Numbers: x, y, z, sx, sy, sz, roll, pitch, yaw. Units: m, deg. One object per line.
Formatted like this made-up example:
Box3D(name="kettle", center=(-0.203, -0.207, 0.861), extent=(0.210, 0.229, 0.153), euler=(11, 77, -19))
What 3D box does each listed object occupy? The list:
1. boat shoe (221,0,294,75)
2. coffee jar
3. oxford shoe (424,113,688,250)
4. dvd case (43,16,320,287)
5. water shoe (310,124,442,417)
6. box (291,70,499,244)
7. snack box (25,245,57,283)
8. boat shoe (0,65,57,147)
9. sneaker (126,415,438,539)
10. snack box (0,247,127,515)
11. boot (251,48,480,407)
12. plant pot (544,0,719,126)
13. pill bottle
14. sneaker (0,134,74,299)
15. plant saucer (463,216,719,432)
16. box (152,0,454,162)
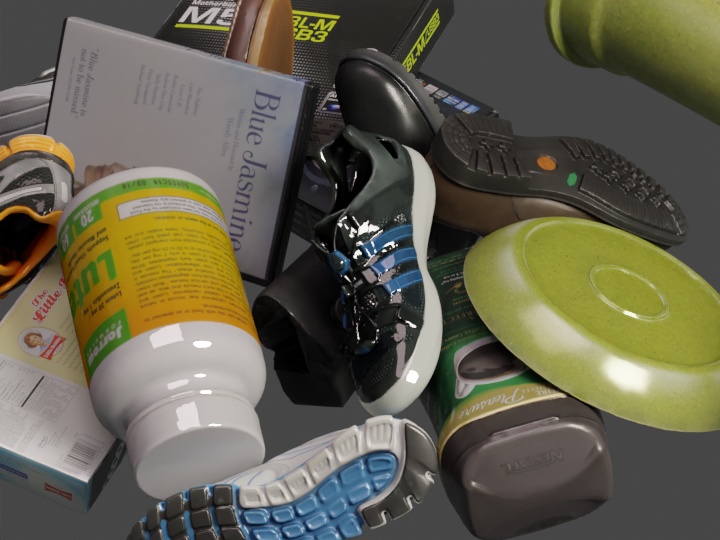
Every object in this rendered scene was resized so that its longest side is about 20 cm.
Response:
Box3D(name="boat shoe", center=(-0.092, -0.098, 1.528), extent=(0.070, 0.200, 0.070), euler=(11, 8, 20))
Box3D(name="coffee jar", center=(0.084, 0.075, 1.355), extent=(0.104, 0.085, 0.200), euler=(-15, 38, -3))
Box3D(name="oxford shoe", center=(0.126, -0.044, 1.476), extent=(0.200, 0.084, 0.073), euler=(15, 41, -19))
Box3D(name="dvd case", center=(-0.130, -0.082, 1.501), extent=(0.200, 0.143, 0.018), euler=(17, 12, 23))
Box3D(name="water shoe", center=(0.000, 0.000, 1.359), extent=(0.071, 0.079, 0.200), euler=(-38, 39, 38))
Box3D(name="box", center=(-0.019, -0.098, 1.625), extent=(0.160, 0.044, 0.200), euler=(-34, 44, -25))
Box3D(name="snack box", center=(-0.269, -0.037, 1.607), extent=(0.200, 0.037, 0.116), euler=(-9, 41, 4))
Box3D(name="boat shoe", center=(-0.228, -0.124, 1.702), extent=(0.200, 0.072, 0.071), euler=(-15, 29, -19))
Box3D(name="sneaker", center=(-0.046, 0.145, 1.333), extent=(0.200, 0.075, 0.087), euler=(-21, 3, 3))
Box3D(name="snack box", center=(-0.186, 0.061, 1.458), extent=(0.116, 0.037, 0.200), euler=(22, 47, 11))
Box3D(name="boot", center=(-0.012, -0.029, 1.456), extent=(0.066, 0.165, 0.200), euler=(-11, 28, 50))
Box3D(name="plant pot", center=(0.266, -0.185, 1.562), extent=(0.200, 0.200, 0.184), euler=(-32, 54, -23))
Box3D(name="pill bottle", center=(-0.122, 0.042, 1.386), extent=(0.111, 0.111, 0.200), euler=(-15, 54, -4))
Box3D(name="sneaker", center=(-0.268, -0.005, 1.497), extent=(0.200, 0.078, 0.077), euler=(-46, 39, 19))
Box3D(name="plant saucer", center=(0.161, 0.024, 1.362), extent=(0.200, 0.031, 0.200), euler=(18, 30, -11))
Box3D(name="box", center=(-0.055, -0.164, 1.643), extent=(0.200, 0.048, 0.193), euler=(9, 46, 23))
